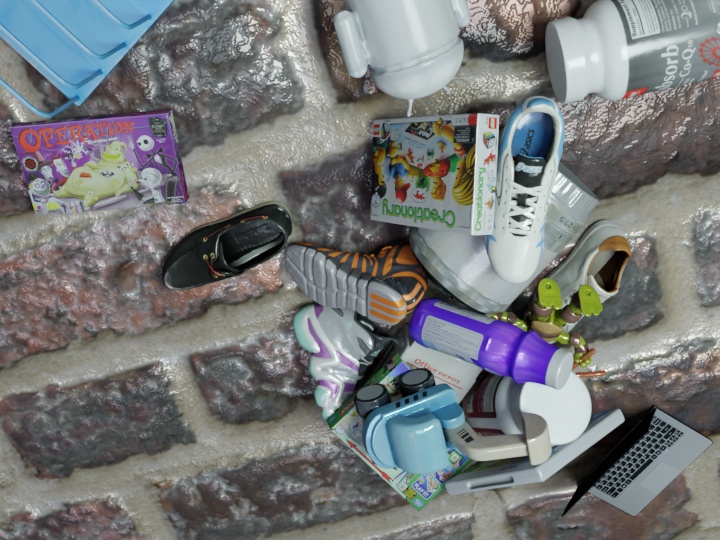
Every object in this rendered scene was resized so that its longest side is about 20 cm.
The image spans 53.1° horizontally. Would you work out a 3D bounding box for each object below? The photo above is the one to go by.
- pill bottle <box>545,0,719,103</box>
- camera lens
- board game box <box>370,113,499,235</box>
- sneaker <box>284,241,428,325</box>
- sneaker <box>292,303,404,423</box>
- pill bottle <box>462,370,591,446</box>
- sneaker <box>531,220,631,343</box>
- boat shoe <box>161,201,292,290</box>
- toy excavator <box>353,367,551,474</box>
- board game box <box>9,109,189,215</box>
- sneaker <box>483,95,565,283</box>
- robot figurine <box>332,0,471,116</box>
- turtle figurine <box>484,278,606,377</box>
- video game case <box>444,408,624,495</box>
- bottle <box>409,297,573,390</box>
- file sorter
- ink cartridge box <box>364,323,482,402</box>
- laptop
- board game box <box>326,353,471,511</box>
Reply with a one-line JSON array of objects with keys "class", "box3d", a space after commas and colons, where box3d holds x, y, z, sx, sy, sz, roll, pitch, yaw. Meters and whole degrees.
[{"class": "pill bottle", "box3d": [0.321, -0.260, 0.824, 0.199, 0.116, 0.116, -13, 116, 5]}, {"class": "camera lens", "box3d": [0.170, -0.059, 0.893, 0.160, 0.160, 0.200, 34, 110, -16]}, {"class": "board game box", "box3d": [0.079, -0.113, 0.835, 0.034, 0.200, 0.127, -4, 100, -32]}, {"class": "sneaker", "box3d": [0.000, 0.000, 0.969, 0.199, 0.112, 0.078, 25, 132, 24]}, {"class": "sneaker", "box3d": [0.000, 0.131, 1.004, 0.139, 0.078, 0.201, -18, 98, 11]}, {"class": "pill bottle", "box3d": [0.222, 0.183, 0.978, 0.114, 0.200, 0.115, 2, 79, -10]}, {"class": "sneaker", "box3d": [0.295, 0.031, 0.982, 0.073, 0.085, 0.201, 20, 117, -12]}, {"class": "boat shoe", "box3d": [-0.183, -0.026, 0.959, 0.201, 0.063, 0.074, -25, 116, 12]}, {"class": "toy excavator", "box3d": [0.108, 0.202, 0.888, 0.194, 0.200, 0.100, -18, 111, -13]}, {"class": "board game box", "box3d": [-0.329, -0.136, 0.921, 0.199, 0.032, 0.121, -5, 112, 2]}, {"class": "sneaker", "box3d": [0.171, -0.084, 0.766, 0.072, 0.072, 0.201, 9, 97, 13]}, {"class": "robot figurine", "box3d": [0.049, -0.281, 0.810, 0.169, 0.113, 0.201, -28, 115, -14]}, {"class": "turtle figurine", "box3d": [0.257, 0.072, 0.958, 0.199, 0.065, 0.161, 22, 149, 3]}, {"class": "video game case", "box3d": [0.241, 0.252, 1.003, 0.182, 0.199, 0.022, -31, 80, 50]}, {"class": "bottle", "box3d": [0.160, 0.091, 0.891, 0.199, 0.083, 0.066, 19, 89, 33]}, {"class": "file sorter", "box3d": [-0.321, -0.288, 0.795, 0.200, 0.123, 0.139, -41, 111, 16]}, {"class": "ink cartridge box", "box3d": [0.086, 0.160, 1.049, 0.117, 0.067, 0.200, 27, 113, -13]}, {"class": "laptop", "box3d": [0.427, 0.316, 1.105, 0.199, 0.116, 0.188, 30, 112, -15]}, {"class": "board game box", "box3d": [0.066, 0.229, 1.007, 0.135, 0.029, 0.200, -43, 113, 0]}]
